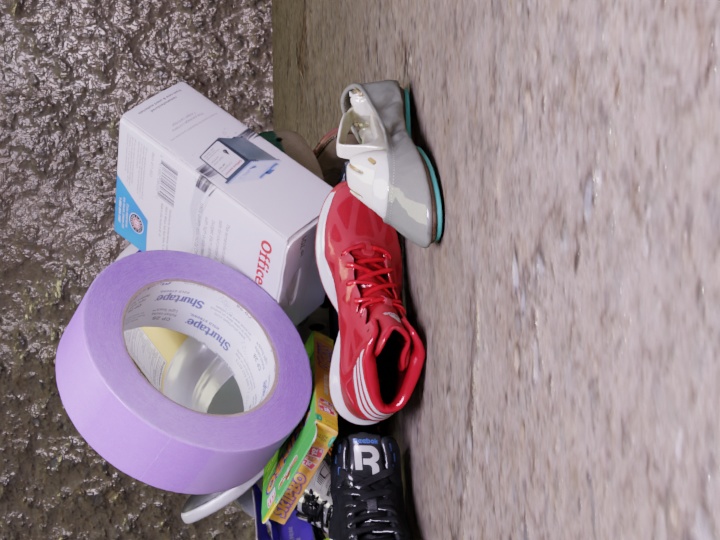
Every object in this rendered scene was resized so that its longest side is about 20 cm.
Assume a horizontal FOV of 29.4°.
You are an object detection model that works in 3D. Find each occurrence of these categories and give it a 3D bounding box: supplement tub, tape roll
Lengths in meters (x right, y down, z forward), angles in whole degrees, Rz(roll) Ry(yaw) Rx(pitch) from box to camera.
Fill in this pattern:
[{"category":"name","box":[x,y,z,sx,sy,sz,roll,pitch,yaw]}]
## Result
[{"category":"supplement tub","box":[-0.147,0.062,1.328,0.200,0.145,0.146,46,146,36]},{"category":"tape roll","box":[-0.141,0.079,1.115,0.066,0.200,0.200,-52,31,38]}]

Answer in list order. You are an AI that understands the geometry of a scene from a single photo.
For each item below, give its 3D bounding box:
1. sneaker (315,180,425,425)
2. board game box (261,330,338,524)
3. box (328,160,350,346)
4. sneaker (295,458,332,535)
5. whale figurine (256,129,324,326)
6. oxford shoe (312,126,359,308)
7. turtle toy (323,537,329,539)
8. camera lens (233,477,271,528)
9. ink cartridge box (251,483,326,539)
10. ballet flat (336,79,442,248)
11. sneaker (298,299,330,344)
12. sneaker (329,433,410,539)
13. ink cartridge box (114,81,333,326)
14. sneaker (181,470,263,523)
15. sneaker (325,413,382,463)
[{"category":"sneaker","box":[0.019,0.019,1.082,0.116,0.078,0.200,159,105,-69]},{"category":"board game box","box":[-0.052,0.133,1.168,0.096,0.030,0.200,-60,10,18]},{"category":"box","box":[0.000,0.000,1.264,0.200,0.043,0.161,122,147,-78]},{"category":"sneaker","box":[-0.025,0.238,1.348,0.200,0.087,0.076,-118,28,-73]},{"category":"whale figurine","box":[-0.090,-0.039,1.358,0.159,0.104,0.200,-120,25,-52]},{"category":"oxford shoe","box":[-0.024,-0.052,1.418,0.075,0.070,0.200,51,139,43]},{"category":"turtle toy","box":[-0.017,0.323,1.166,0.101,0.145,0.200,54,-151,-62]},{"category":"camera lens","box":[-0.085,0.193,1.550,0.200,0.160,0.160,-141,50,-82]},{"category":"ink cartridge box","box":[-0.042,0.306,1.350,0.200,0.043,0.198,61,179,-11]},{"category":"ballet flat","box":[0.016,-0.079,1.023,0.200,0.064,0.067,-101,11,-54]},{"category":"sneaker","box":[-0.029,0.089,1.475,0.200,0.073,0.112,-86,-6,-64]},{"category":"sneaker","box":[0.003,0.188,1.080,0.200,0.073,0.112,-148,56,-84]},{"category":"ink cartridge box","box":[-0.122,-0.050,1.228,0.086,0.200,0.147,-40,-24,-38]},{"category":"sneaker","box":[-0.126,0.164,1.407,0.099,0.200,0.071,50,170,-8]},{"category":"sneaker","box":[0.000,0.152,1.267,0.200,0.070,0.090,144,105,-80]}]
